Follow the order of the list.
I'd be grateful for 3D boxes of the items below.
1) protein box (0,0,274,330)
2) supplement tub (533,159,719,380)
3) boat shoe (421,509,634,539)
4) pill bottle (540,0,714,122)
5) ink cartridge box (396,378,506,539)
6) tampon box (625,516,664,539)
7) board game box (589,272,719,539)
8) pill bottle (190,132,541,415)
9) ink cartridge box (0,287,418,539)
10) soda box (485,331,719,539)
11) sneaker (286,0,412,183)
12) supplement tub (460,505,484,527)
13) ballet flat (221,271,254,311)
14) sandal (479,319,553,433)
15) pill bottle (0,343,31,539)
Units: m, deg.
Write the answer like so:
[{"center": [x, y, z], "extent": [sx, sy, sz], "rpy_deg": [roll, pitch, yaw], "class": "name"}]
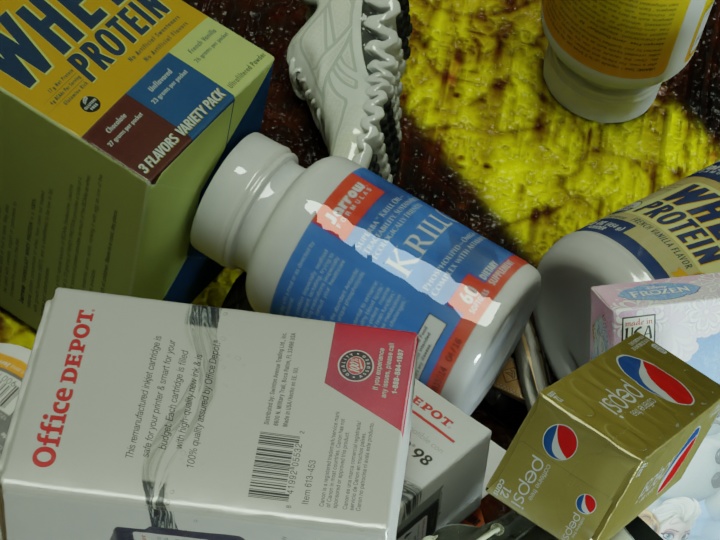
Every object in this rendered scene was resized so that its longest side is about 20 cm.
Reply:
[{"center": [-0.183, -0.081, 1.752], "extent": [0.199, 0.199, 0.135], "rpy_deg": [32, 52, 14], "class": "protein box"}, {"center": [0.225, 0.011, 1.795], "extent": [0.199, 0.145, 0.145], "rpy_deg": [-26, 61, -27], "class": "supplement tub"}, {"center": [0.055, 0.172, 1.504], "extent": [0.199, 0.071, 0.064], "rpy_deg": [-22, 58, -33], "class": "boat shoe"}, {"center": [0.184, -0.195, 1.908], "extent": [0.112, 0.200, 0.113], "rpy_deg": [5, 53, -7], "class": "pill bottle"}, {"center": [-0.010, 0.111, 1.566], "extent": [0.116, 0.067, 0.200], "rpy_deg": [34, 51, 26], "class": "ink cartridge box"}, {"center": [0.094, 0.244, 1.589], "extent": [0.200, 0.150, 0.126], "rpy_deg": [-35, 65, -30], "class": "tampon box"}, {"center": [0.234, 0.098, 1.702], "extent": [0.199, 0.200, 0.043], "rpy_deg": [-6, 21, -15], "class": "board game box"}, {"center": [0.000, 0.000, 1.713], "extent": [0.199, 0.112, 0.112], "rpy_deg": [30, 53, 11], "class": "pill bottle"}, {"center": [-0.077, 0.097, 1.466], "extent": [0.199, 0.085, 0.145], "rpy_deg": [7, 44, 3], "class": "ink cartridge box"}, {"center": [0.138, 0.092, 1.539], "extent": [0.068, 0.064, 0.200], "rpy_deg": [33, 19, 13], "class": "soda box"}, {"center": [-0.011, -0.121, 1.906], "extent": [0.081, 0.075, 0.201], "rpy_deg": [0, 50, 7], "class": "sneaker"}, {"center": [-0.034, 0.170, 1.639], "extent": [0.199, 0.123, 0.123], "rpy_deg": [-16, 58, -22], "class": "supplement tub"}, {"center": [-0.009, 0.072, 1.774], "extent": [0.200, 0.057, 0.066], "rpy_deg": [45, 15, 21], "class": "ballet flat"}, {"center": [0.095, 0.077, 1.778], "extent": [0.054, 0.082, 0.201], "rpy_deg": [-19, 63, 2], "class": "sandal"}, {"center": [-0.241, 0.144, 1.625], "extent": [0.116, 0.117, 0.200], "rpy_deg": [32, 55, 14], "class": "pill bottle"}]
